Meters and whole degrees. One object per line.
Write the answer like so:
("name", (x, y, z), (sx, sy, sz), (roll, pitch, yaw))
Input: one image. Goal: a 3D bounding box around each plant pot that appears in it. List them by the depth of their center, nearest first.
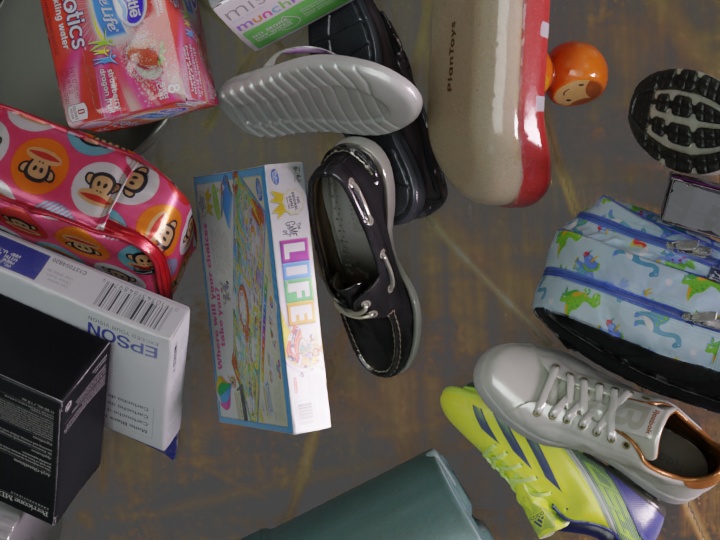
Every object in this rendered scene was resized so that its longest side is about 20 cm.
("plant pot", (0.012, 0.248, 1.203), (0.195, 0.200, 0.201), (-32, 88, 3))

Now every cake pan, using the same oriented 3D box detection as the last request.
("cake pan", (-0.232, -0.174, 1.291), (0.198, 0.037, 0.202), (1, 93, 10))

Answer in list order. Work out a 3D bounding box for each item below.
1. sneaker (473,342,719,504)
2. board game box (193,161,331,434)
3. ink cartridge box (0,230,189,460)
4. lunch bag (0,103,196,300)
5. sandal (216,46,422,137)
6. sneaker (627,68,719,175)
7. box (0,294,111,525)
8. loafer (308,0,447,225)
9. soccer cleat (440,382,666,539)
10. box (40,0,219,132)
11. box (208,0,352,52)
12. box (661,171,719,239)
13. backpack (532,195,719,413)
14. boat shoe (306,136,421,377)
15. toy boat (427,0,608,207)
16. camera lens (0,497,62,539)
("sneaker", (0.183, 0.102, 1.172), (0.199, 0.085, 0.073), (25, 69, -4))
("board game box", (-0.079, 0.021, 1.231), (0.034, 0.134, 0.202), (-7, 93, -30))
("ink cartridge box", (-0.233, 0.068, 1.242), (0.198, 0.041, 0.201), (21, 140, 9))
("lunch bag", (-0.226, -0.044, 1.231), (0.199, 0.176, 0.082), (22, 71, 6))
("sandal", (-0.034, -0.144, 1.208), (0.202, 0.082, 0.050), (2, 57, 42))
("sneaker", (0.295, -0.097, 1.182), (0.199, 0.088, 0.078), (20, 97, 31))
("box", (-0.296, 0.086, 1.199), (0.199, 0.079, 0.142), (23, 130, 10))
("loafer", (0.015, -0.134, 1.246), (0.072, 0.063, 0.202), (-21, 85, 41))
("soccer cleat", (0.141, 0.159, 1.226), (0.199, 0.065, 0.084), (32, 84, 5))
("box", (-0.184, -0.213, 1.212), (0.099, 0.095, 0.202), (-12, 90, 12))
("box", (-0.038, -0.296, 1.193), (0.199, 0.097, 0.178), (-27, 70, 10))
("box", (0.285, -0.036, 1.124), (0.142, 0.200, 0.036), (16, 99, 10))
("backpack", (0.228, 0.030, 1.170), (0.198, 0.163, 0.155), (7, 86, 16))
("boat shoe", (0.000, 0.000, 1.216), (0.073, 0.060, 0.201), (9, 120, 27))
("toy boat", (0.127, -0.148, 1.199), (0.130, 0.130, 0.202), (1, 94, -19))
("camera lens", (-0.360, 0.212, 1.275), (0.198, 0.160, 0.161), (15, 96, 9))
